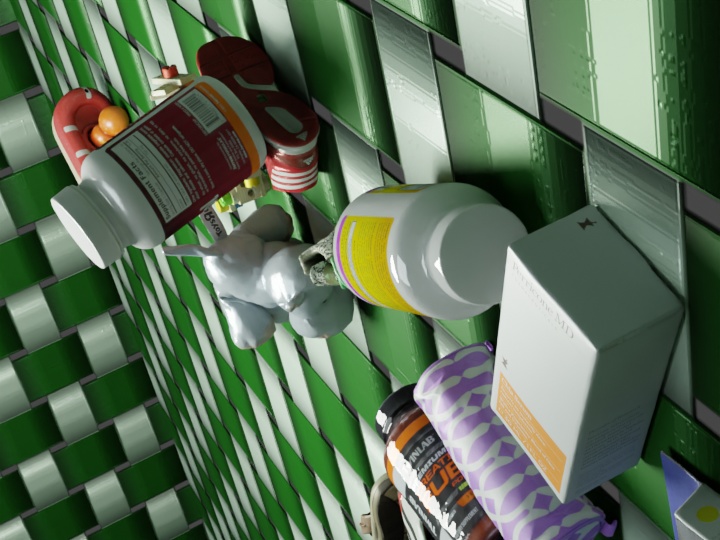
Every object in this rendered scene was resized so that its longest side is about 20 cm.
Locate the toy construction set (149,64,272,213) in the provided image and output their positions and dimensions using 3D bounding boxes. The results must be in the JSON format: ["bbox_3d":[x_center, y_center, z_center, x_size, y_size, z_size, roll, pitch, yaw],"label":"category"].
[{"bbox_3d":[-0.162,-0.157,1.495,0.200,0.092,0.131,61,167,-25],"label":"toy construction set"}]

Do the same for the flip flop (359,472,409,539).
[{"bbox_3d":[0.030,0.302,1.562,0.058,0.081,0.200,46,151,36],"label":"flip flop"}]

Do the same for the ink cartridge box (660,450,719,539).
[{"bbox_3d":[0.262,0.249,0.851,0.200,0.047,0.198,36,148,54],"label":"ink cartridge box"}]

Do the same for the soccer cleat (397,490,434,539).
[{"bbox_3d":[0.093,0.326,1.433,0.085,0.068,0.200,-148,41,-68],"label":"soccer cleat"}]

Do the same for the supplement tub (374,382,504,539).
[{"bbox_3d":[0.091,0.191,1.176,0.200,0.107,0.107,48,156,43],"label":"supplement tub"}]

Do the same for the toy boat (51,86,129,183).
[{"bbox_3d":[-0.444,-0.238,2.210,0.131,0.130,0.200,-44,69,40],"label":"toy boat"}]

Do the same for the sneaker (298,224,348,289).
[{"bbox_3d":[0.000,0.000,1.208,0.200,0.088,0.077,17,130,68],"label":"sneaker"}]

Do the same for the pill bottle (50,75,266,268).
[{"bbox_3d":[-0.200,-0.095,1.263,0.113,0.200,0.113,45,162,19],"label":"pill bottle"}]

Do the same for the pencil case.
[{"bbox_3d":[0.125,0.154,1.057,0.200,0.085,0.084,56,165,25],"label":"pencil case"}]

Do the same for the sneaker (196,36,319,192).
[{"bbox_3d":[-0.110,-0.153,1.346,0.200,0.078,0.116,54,159,36],"label":"sneaker"}]

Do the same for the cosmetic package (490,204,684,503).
[{"bbox_3d":[0.149,0.063,0.878,0.101,0.071,0.200,54,159,33],"label":"cosmetic package"}]

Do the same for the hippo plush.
[{"bbox_3d":[-0.079,-0.006,1.422,0.161,0.159,0.200,4,139,37],"label":"hippo plush"}]

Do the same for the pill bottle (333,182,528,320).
[{"bbox_3d":[0.055,-0.016,0.992,0.104,0.104,0.200,68,164,-10],"label":"pill bottle"}]
